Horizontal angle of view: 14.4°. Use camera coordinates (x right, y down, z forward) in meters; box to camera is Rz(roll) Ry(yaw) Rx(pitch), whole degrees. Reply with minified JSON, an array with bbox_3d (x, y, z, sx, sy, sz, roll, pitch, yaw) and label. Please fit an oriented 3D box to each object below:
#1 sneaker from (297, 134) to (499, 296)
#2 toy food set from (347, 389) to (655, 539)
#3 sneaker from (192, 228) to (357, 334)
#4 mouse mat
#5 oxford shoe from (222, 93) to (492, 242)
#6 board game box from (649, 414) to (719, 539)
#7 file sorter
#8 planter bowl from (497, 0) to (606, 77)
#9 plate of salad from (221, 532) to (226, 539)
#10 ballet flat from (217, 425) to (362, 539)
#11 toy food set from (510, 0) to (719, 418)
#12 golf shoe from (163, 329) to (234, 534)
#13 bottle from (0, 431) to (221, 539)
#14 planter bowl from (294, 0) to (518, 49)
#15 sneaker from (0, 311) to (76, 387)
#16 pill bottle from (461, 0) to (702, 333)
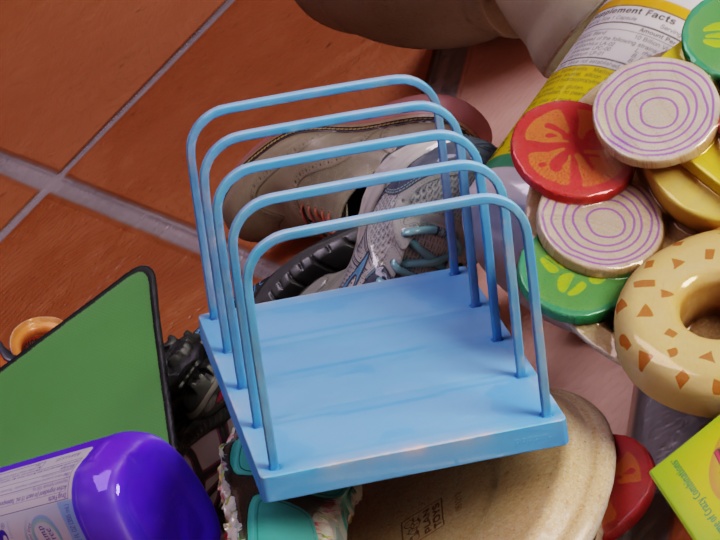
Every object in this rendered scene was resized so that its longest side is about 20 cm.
[{"bbox_3d":[0.023,0.017,1.489,0.200,0.077,0.087,-58,24,35],"label":"sneaker"},{"bbox_3d":[0.043,0.132,1.312,0.198,0.049,0.200,-41,24,2],"label":"toy food set"},{"bbox_3d":[-0.038,0.021,1.599,0.199,0.073,0.082,-33,24,15],"label":"sneaker"},{"bbox_3d":[-0.153,0.109,1.468,0.161,0.008,0.201,-35,45,26],"label":"mouse mat"},{"bbox_3d":[-0.015,-0.046,1.683,0.199,0.070,0.075,-20,37,41],"label":"oxford shoe"},{"bbox_3d":[0.224,0.058,1.188,0.200,0.048,0.102,-39,25,5],"label":"board game box"},{"bbox_3d":[0.000,0.000,1.312,0.138,0.124,0.200,-10,21,-8],"label":"file sorter"},{"bbox_3d":[0.135,-0.222,1.569,0.200,0.135,0.200,-40,-8,-6],"label":"planter bowl"},{"bbox_3d":[-0.111,0.193,1.408,0.200,0.048,0.200,-49,11,13],"label":"plate of salad"},{"bbox_3d":[-0.039,0.123,1.296,0.200,0.075,0.064,-80,11,-61],"label":"ballet flat"},{"bbox_3d":[0.166,-0.031,1.309,0.200,0.049,0.198,-40,59,-15],"label":"toy food set"},{"bbox_3d":[-0.096,0.119,1.499,0.077,0.088,0.200,-10,37,46],"label":"golf shoe"},{"bbox_3d":[-0.160,0.135,1.386,0.199,0.084,0.065,-17,24,40],"label":"bottle"},{"bbox_3d":[0.065,-0.220,1.736,0.134,0.201,0.200,28,68,36],"label":"planter bowl"},{"bbox_3d":[-0.171,0.079,1.618,0.077,0.113,0.200,-23,7,-25],"label":"sneaker"},{"bbox_3d":[0.146,-0.073,1.439,0.112,0.113,0.200,-2,46,54],"label":"pill bottle"}]
